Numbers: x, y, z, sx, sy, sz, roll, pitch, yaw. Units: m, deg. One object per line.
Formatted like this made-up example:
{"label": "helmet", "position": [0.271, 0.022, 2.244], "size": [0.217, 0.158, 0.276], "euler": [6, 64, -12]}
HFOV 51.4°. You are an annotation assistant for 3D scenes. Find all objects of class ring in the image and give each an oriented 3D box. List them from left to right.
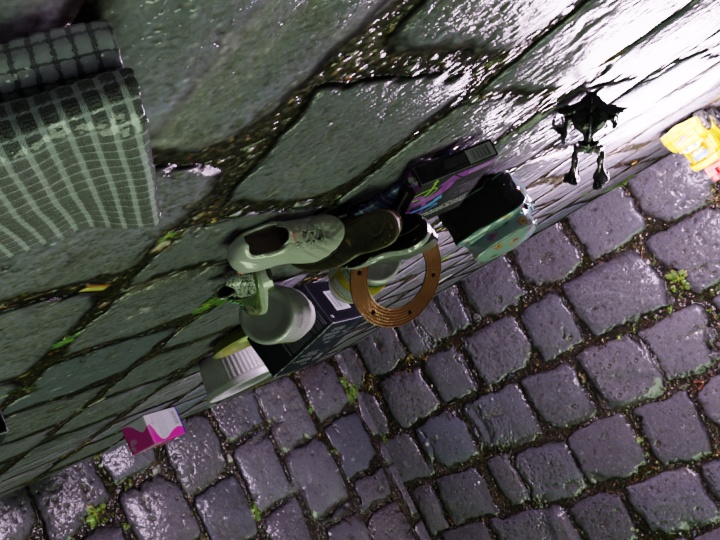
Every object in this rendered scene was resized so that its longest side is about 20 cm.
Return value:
{"label": "ring", "position": [0.063, 0.005, 1.358], "size": [0.200, 0.202, 0.019], "euler": [-23, -157, -27]}

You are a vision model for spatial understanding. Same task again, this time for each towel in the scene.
{"label": "towel", "position": [-0.222, -0.069, 0.505], "size": [0.165, 0.086, 0.200], "euler": [-24, 171, -16]}
{"label": "towel", "position": [0.078, -0.132, 1.256], "size": [0.199, 0.024, 0.145], "euler": [-31, 168, 15]}

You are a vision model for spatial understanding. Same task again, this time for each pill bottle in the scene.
{"label": "pill bottle", "position": [-0.158, 0.089, 1.498], "size": [0.114, 0.115, 0.200], "euler": [-28, 171, 8]}
{"label": "pill bottle", "position": [0.000, 0.000, 1.461], "size": [0.112, 0.113, 0.200], "euler": [-23, 170, -22]}

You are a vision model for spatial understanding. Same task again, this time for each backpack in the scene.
{"label": "backpack", "position": [0.272, -0.110, 1.535], "size": [0.175, 0.154, 0.200], "euler": [-36, 176, 18]}

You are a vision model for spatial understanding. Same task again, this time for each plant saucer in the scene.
{"label": "plant saucer", "position": [-0.272, 0.156, 1.815], "size": [0.199, 0.031, 0.200], "euler": [-28, 171, -5]}

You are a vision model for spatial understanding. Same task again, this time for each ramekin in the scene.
{"label": "ramekin", "position": [-0.333, 0.262, 1.998], "size": [0.199, 0.105, 0.200], "euler": [-27, 171, -5]}

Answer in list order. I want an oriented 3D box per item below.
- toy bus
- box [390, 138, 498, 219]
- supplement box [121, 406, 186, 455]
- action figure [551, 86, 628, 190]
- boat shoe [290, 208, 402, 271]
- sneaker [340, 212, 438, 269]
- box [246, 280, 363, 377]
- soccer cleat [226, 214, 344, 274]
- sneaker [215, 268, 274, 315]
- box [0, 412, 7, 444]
{"label": "toy bus", "position": [0.953, -0.339, 2.090], "size": [0.199, 0.193, 0.136], "euler": [-16, 167, -45]}
{"label": "box", "position": [0.127, -0.133, 1.223], "size": [0.142, 0.036, 0.200], "euler": [-24, 168, -17]}
{"label": "supplement box", "position": [-0.694, 0.538, 2.522], "size": [0.103, 0.102, 0.200], "euler": [-28, 170, 13]}
{"label": "action figure", "position": [0.385, -0.240, 1.274], "size": [0.118, 0.102, 0.201], "euler": [-1, 132, 9]}
{"label": "boat shoe", "position": [-0.024, -0.049, 1.194], "size": [0.199, 0.072, 0.068], "euler": [-16, -173, 19]}
{"label": "sneaker", "position": [0.038, -0.039, 1.249], "size": [0.199, 0.074, 0.079], "euler": [-10, 162, 31]}
{"label": "box", "position": [-0.120, 0.129, 1.724], "size": [0.200, 0.118, 0.196], "euler": [-44, 166, 19]}
{"label": "soccer cleat", "position": [-0.098, -0.044, 1.084], "size": [0.199, 0.070, 0.078], "euler": [-18, 164, -33]}
{"label": "sneaker", "position": [-0.197, 0.027, 1.229], "size": [0.088, 0.077, 0.200], "euler": [-11, 161, -16]}
{"label": "box", "position": [-0.569, 0.212, 0.930], "size": [0.196, 0.118, 0.200], "euler": [-20, 168, -38]}
